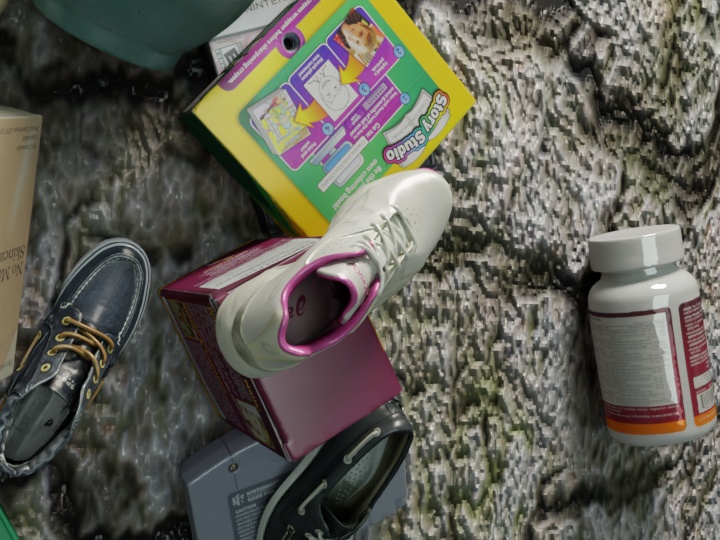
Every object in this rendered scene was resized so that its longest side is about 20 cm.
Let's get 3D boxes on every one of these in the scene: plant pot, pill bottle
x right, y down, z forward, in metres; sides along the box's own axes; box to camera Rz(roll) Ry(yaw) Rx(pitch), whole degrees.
[{"bbox_3d":[-0.169,-0.238,0.717,0.198,0.201,0.135,24,109,-21],"label":"plant pot"},{"bbox_3d":[0.285,0.062,0.943,0.108,0.109,0.204,-12,95,-22],"label":"pill bottle"}]

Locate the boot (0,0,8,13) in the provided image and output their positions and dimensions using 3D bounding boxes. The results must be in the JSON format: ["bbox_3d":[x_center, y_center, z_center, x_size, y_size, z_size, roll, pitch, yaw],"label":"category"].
[{"bbox_3d":[-0.344,-0.213,0.669,0.199,0.072,0.157,34,76,-44],"label":"boot"}]

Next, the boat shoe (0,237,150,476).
[{"bbox_3d":[-0.219,0.066,0.738,0.070,0.091,0.202,32,79,-20],"label":"boat shoe"}]

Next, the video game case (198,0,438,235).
[{"bbox_3d":[-0.037,-0.157,0.848,0.179,0.025,0.203,-22,99,-21],"label":"video game case"}]

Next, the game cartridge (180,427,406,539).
[{"bbox_3d":[-0.054,0.181,0.819,0.197,0.040,0.135,-16,121,-22],"label":"game cartridge"}]

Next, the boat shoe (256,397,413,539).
[{"bbox_3d":[-0.023,0.186,0.770,0.075,0.060,0.202,9,115,-38],"label":"boat shoe"}]

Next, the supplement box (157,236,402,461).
[{"bbox_3d":[-0.071,0.051,0.742,0.102,0.199,0.133,-28,102,-20],"label":"supplement box"}]

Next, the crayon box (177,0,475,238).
[{"bbox_3d":[-0.024,-0.137,0.810,0.200,0.058,0.173,-48,109,-14],"label":"crayon box"}]

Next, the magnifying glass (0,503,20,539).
[{"bbox_3d":[-0.280,0.234,0.755,0.199,0.022,0.080,40,76,-17],"label":"magnifying glass"}]

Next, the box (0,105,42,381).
[{"bbox_3d":[-0.290,-0.016,0.671,0.076,0.095,0.203,12,103,5],"label":"box"}]

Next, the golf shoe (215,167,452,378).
[{"bbox_3d":[0.000,0.000,0.616,0.200,0.091,0.076,-42,105,-23],"label":"golf shoe"}]
